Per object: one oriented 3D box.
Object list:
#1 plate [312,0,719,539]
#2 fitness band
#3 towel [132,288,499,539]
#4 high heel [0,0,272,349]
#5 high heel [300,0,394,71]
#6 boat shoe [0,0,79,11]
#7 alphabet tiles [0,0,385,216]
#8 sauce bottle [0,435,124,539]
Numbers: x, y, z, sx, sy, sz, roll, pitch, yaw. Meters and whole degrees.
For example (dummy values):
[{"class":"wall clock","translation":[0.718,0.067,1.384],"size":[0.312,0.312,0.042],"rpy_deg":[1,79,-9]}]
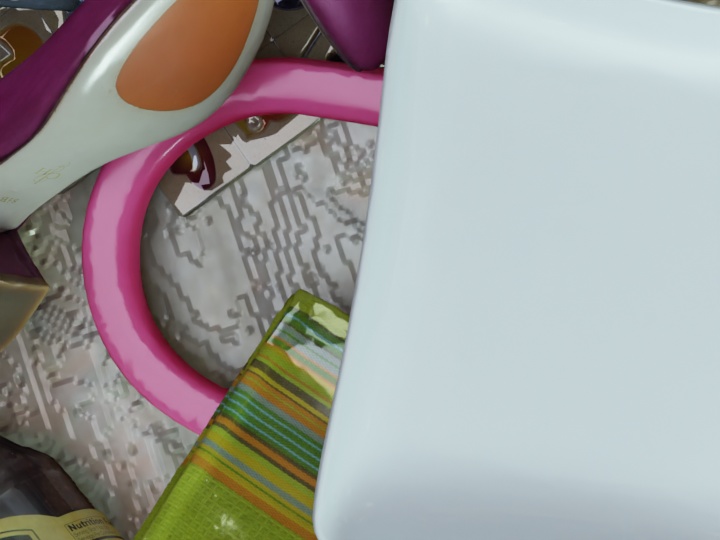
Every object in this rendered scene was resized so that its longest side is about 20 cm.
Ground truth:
[{"class":"plate","translation":[0.088,0.005,0.929],"size":[0.199,0.032,0.200],"rpy_deg":[8,94,-19]},{"class":"fitness band","translation":[0.000,0.000,0.974],"size":[0.200,0.037,0.144],"rpy_deg":[10,98,8]},{"class":"towel","translation":[-0.039,0.109,0.926],"size":[0.086,0.018,0.200],"rpy_deg":[31,76,7]},{"class":"high heel","translation":[-0.108,-0.069,0.941],"size":[0.200,0.067,0.096],"rpy_deg":[-48,52,17]},{"class":"high heel","translation":[0.005,-0.173,0.942],"size":[0.096,0.067,0.200],"rpy_deg":[-17,85,16]},{"class":"boat shoe","translation":[-0.189,-0.107,0.986],"size":[0.200,0.073,0.062],"rpy_deg":[-9,98,19]},{"class":"alphabet tiles","translation":[-0.081,-0.129,1.001],"size":[0.167,0.008,0.200],"rpy_deg":[-35,87,11]},{"class":"sauce bottle","translation":[-0.115,0.110,0.980],"size":[0.066,0.066,0.200],"rpy_deg":[-48,68,10]}]
